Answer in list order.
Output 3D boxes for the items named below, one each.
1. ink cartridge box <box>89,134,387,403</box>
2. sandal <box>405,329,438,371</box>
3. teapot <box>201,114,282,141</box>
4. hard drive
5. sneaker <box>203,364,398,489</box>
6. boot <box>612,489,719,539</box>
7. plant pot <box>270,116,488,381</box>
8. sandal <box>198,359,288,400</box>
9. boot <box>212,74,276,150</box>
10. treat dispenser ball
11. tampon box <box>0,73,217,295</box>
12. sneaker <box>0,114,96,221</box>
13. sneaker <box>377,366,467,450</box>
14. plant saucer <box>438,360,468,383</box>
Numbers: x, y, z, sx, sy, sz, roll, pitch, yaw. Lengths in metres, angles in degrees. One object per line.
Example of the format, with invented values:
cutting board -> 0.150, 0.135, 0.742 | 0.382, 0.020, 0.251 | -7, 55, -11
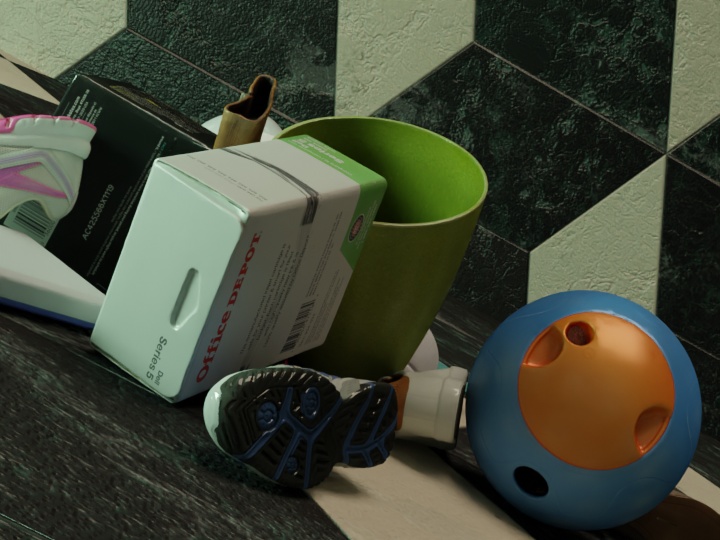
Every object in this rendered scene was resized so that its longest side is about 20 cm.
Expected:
ink cartridge box -> -0.081, -0.007, 1.015 | 0.084, 0.147, 0.200 | 31, 21, 20
sandal -> -0.004, 0.052, 1.502 | 0.206, 0.079, 0.059 | 43, -28, 12
teapot -> -0.154, -0.074, 1.586 | 0.145, 0.200, 0.199 | -14, 67, -25
hard drive -> -0.274, -0.015, 0.974 | 0.131, 0.026, 0.199 | 32, 6, 37
sneaker -> -0.049, 0.099, 0.938 | 0.076, 0.077, 0.200 | 6, -7, 27
boot -> 0.263, 0.222, 1.396 | 0.199, 0.071, 0.146 | 28, 3, -17
plant pot -> 0.000, 0.000, 1.237 | 0.185, 0.202, 0.188 | 7, 31, -4
sandal -> -0.084, 0.069, 1.092 | 0.075, 0.045, 0.200 | 27, 5, -3
boot -> -0.112, -0.063, 1.160 | 0.068, 0.202, 0.188 | 20, 20, 5
treat dispenser ball -> 0.188, 0.118, 1.230 | 0.200, 0.202, 0.201 | 28, 5, -3
tampon box -> -0.200, -0.070, 1.235 | 0.125, 0.151, 0.200 | 30, 5, -1
sneaker -> -0.298, -0.073, 1.080 | 0.198, 0.089, 0.081 | 1, 5, -13
sneaker -> 0.049, 0.113, 1.258 | 0.084, 0.074, 0.200 | 8, -8, 7
plant saucer -> 0.034, 0.096, 1.619 | 0.199, 0.028, 0.200 | 28, 5, -3
